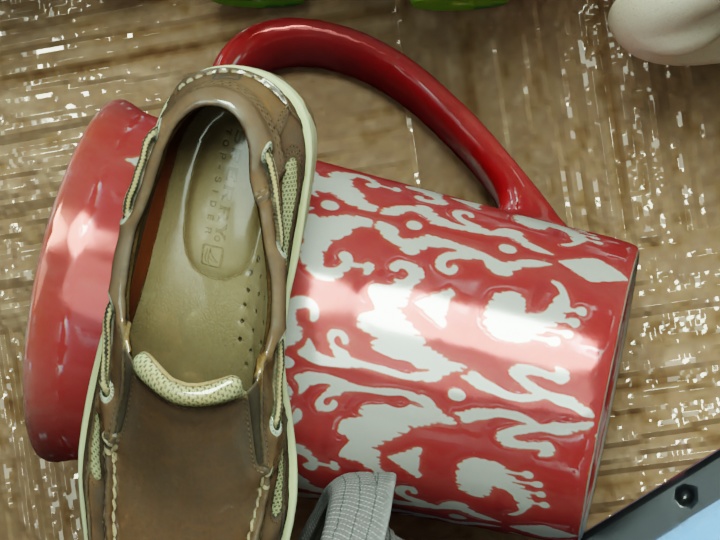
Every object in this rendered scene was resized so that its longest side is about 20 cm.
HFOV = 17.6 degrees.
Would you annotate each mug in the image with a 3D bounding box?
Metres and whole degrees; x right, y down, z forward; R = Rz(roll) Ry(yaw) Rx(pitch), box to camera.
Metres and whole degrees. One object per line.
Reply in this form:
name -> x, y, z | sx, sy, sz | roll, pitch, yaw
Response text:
mug -> -0.002, 0.003, 0.836 | 0.198, 0.133, 0.179 | 12, 94, 9

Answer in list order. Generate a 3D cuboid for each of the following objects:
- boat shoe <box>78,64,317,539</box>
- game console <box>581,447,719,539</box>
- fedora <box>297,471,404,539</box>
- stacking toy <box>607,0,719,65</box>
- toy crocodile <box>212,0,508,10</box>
boat shoe -> -0.057, 0.036, 0.745 | 0.074, 0.075, 0.204 | 4, 95, 5
game console -> 0.159, 0.150, 0.836 | 0.199, 0.031, 0.178 | -33, 74, 11
fedora -> -0.005, 0.169, 0.764 | 0.090, 0.177, 0.201 | 24, 88, -3
stacking toy -> 0.135, -0.182, 0.802 | 0.145, 0.146, 0.202 | -16, 82, 12
toy crocodile -> -0.002, -0.133, 0.868 | 0.198, 0.062, 0.068 | 1, 90, 12
